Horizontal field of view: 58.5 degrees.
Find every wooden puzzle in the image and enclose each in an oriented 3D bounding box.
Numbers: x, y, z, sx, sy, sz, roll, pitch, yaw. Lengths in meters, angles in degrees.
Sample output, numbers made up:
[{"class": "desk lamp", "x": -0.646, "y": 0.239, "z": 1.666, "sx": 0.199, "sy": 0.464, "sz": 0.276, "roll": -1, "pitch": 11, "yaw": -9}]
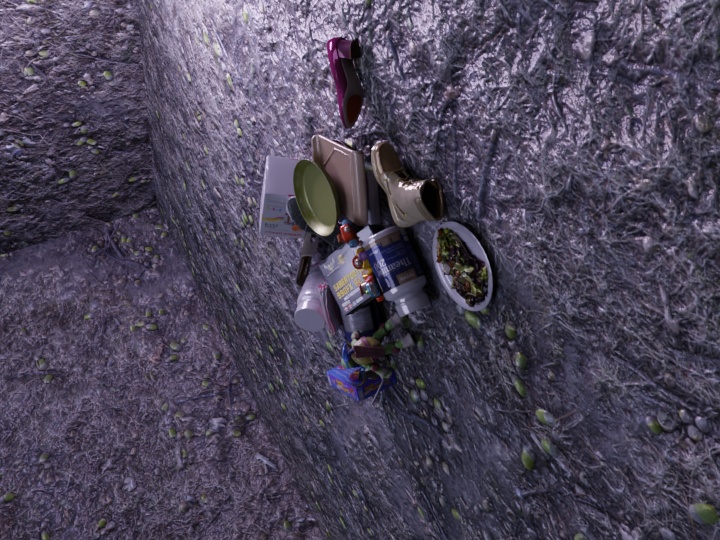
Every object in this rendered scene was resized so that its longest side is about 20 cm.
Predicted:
[{"class": "wooden puzzle", "x": -0.047, "y": -0.225, "z": 1.578, "sx": 0.199, "sy": 0.037, "sz": 0.187, "roll": 31, "pitch": 135, "yaw": 46}]

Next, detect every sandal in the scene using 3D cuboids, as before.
[{"class": "sandal", "x": -0.043, "y": -0.139, "z": 1.745, "sx": 0.200, "sy": 0.074, "sz": 0.046, "roll": -134, "pitch": 35, "yaw": -54}]

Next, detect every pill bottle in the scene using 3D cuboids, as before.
[{"class": "pill bottle", "x": -0.120, "y": 0.075, "z": 1.889, "sx": 0.112, "sy": 0.201, "sz": 0.114, "roll": 9, "pitch": 133, "yaw": 10}, {"class": "pill bottle", "x": 0.090, "y": 0.003, "z": 1.536, "sx": 0.202, "sy": 0.110, "sz": 0.111, "roll": 66, "pitch": 154, "yaw": 5}, {"class": "pill bottle", "x": -0.003, "y": 0.112, "z": 1.804, "sx": 0.111, "sy": 0.111, "sz": 0.203, "roll": 20, "pitch": 126, "yaw": 58}]

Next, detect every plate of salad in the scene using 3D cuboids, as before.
[{"class": "plate of salad", "x": 0.207, "y": -0.005, "z": 1.371, "sx": 0.200, "sy": 0.048, "sz": 0.202, "roll": 43, "pitch": 144, "yaw": 43}]

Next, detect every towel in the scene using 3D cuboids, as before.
[{"class": "towel", "x": -0.060, "y": 0.079, "z": 1.848, "sx": 0.029, "sy": 0.200, "sz": 0.148, "roll": -6, "pitch": 108, "yaw": 23}]

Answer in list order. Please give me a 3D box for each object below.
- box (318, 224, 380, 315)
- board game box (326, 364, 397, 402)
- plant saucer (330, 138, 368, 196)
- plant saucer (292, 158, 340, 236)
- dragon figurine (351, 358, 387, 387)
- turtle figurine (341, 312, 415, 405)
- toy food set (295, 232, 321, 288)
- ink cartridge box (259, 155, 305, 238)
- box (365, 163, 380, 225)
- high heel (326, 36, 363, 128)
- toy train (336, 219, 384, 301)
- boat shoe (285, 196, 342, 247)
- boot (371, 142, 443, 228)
[{"class": "box", "x": 0.000, "y": 0.000, "z": 1.678, "sx": 0.199, "sy": 0.048, "sz": 0.160, "roll": -36, "pitch": 75, "yaw": 31}, {"class": "board game box", "x": 0.000, "y": 0.320, "z": 1.929, "sx": 0.199, "sy": 0.133, "sz": 0.045, "roll": 11, "pitch": 119, "yaw": 61}, {"class": "plant saucer", "x": -0.034, "y": -0.233, "z": 1.617, "sx": 0.200, "sy": 0.034, "sz": 0.203, "roll": 43, "pitch": 143, "yaw": 44}, {"class": "plant saucer", "x": -0.107, "y": -0.188, "z": 1.634, "sx": 0.199, "sy": 0.031, "sz": 0.202, "roll": 37, "pitch": 138, "yaw": 41}, {"class": "dragon figurine", "x": 0.011, "y": 0.275, "z": 1.852, "sx": 0.098, "sy": 0.201, "sz": 0.059, "roll": -3, "pitch": 126, "yaw": 40}, {"class": "turtle figurine", "x": 0.045, "y": 0.211, "z": 1.716, "sx": 0.201, "sy": 0.192, "sz": 0.144, "roll": 58, "pitch": -179, "yaw": -40}, {"class": "toy food set", "x": -0.154, "y": -0.053, "z": 1.993, "sx": 0.201, "sy": 0.059, "sz": 0.145, "roll": 110, "pitch": 171, "yaw": -56}, {"class": "ink cartridge box", "x": -0.219, "y": -0.211, "z": 1.900, "sx": 0.201, "sy": 0.143, "sz": 0.147, "roll": 111, "pitch": 160, "yaw": -56}, {"class": "box", "x": -0.018, "y": -0.219, "z": 1.672, "sx": 0.199, "sy": 0.036, "sz": 0.146, "roll": 34, "pitch": 137, "yaw": 49}, {"class": "high heel", "x": -0.043, "y": -0.442, "z": 1.516, "sx": 0.096, "sy": 0.067, "sz": 0.203, "roll": 23, "pitch": 115, "yaw": 44}, {"class": "toy train", "x": -0.006, "y": -0.014, "z": 1.551, "sx": 0.150, "sy": 0.055, "sz": 0.202, "roll": 36, "pitch": -148, "yaw": -67}, {"class": "boat shoe", "x": -0.121, "y": -0.139, "z": 1.798, "sx": 0.075, "sy": 0.200, "sz": 0.065, "roll": -56, "pitch": 13, "yaw": 15}, {"class": "boot", "x": 0.103, "y": -0.195, "z": 1.405, "sx": 0.155, "sy": 0.072, "sz": 0.203, "roll": -2, "pitch": 109, "yaw": 64}]
